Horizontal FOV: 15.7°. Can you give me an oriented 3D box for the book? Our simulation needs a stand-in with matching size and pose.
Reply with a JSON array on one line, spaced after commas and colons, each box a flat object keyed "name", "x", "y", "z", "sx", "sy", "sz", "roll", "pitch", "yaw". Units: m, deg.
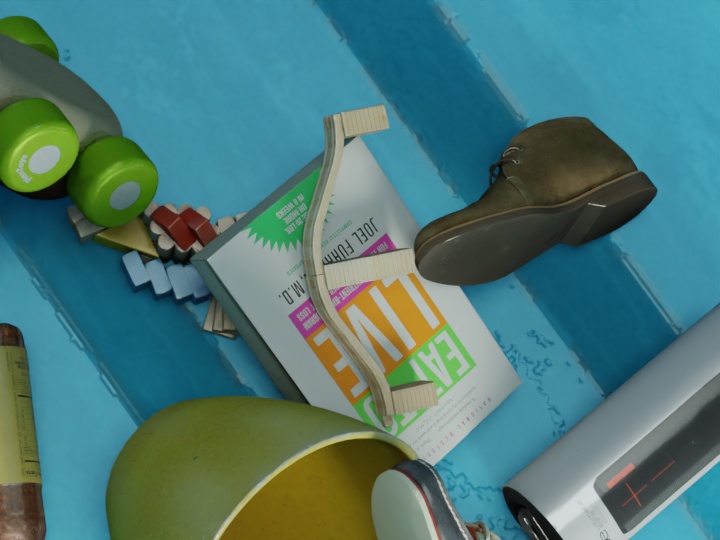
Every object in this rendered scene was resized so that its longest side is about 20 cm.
[{"name": "book", "x": 0.000, "y": 0.032, "z": 1.678, "sx": 0.134, "sy": 0.048, "sz": 0.200, "roll": -40, "pitch": 106, "yaw": -18}]

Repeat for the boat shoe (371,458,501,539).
[{"name": "boat shoe", "x": 0.063, "y": 0.189, "z": 1.595, "sx": 0.062, "sy": 0.071, "sz": 0.200, "roll": -33, "pitch": 123, "yaw": -19}]

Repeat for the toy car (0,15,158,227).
[{"name": "toy car", "x": -0.259, "y": -0.053, "z": 1.653, "sx": 0.200, "sy": 0.158, "sz": 0.164, "roll": -49, "pitch": 55, "yaw": 12}]

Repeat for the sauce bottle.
[{"name": "sauce bottle", "x": -0.234, "y": 0.135, "z": 1.650, "sx": 0.066, "sy": 0.066, "sz": 0.201, "roll": -4, "pitch": 79, "yaw": -8}]

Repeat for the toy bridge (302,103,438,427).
[{"name": "toy bridge", "x": 0.000, "y": 0.000, "z": 1.640, "sx": 0.067, "sy": 0.027, "sz": 0.201, "roll": -11, "pitch": 93, "yaw": -21}]

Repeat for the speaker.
[{"name": "speaker", "x": 0.189, "y": 0.110, "z": 1.698, "sx": 0.200, "sy": 0.081, "sz": 0.081, "roll": -38, "pitch": 85, "yaw": -13}]

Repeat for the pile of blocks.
[{"name": "pile of blocks", "x": -0.097, "y": -0.006, "z": 1.696, "sx": 0.199, "sy": 0.062, "sz": 0.082, "roll": 14, "pitch": 77, "yaw": -3}]

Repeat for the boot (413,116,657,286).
[{"name": "boot", "x": 0.100, "y": -0.046, "z": 1.705, "sx": 0.200, "sy": 0.074, "sz": 0.076, "roll": -19, "pitch": 68, "yaw": -39}]

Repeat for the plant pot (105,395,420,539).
[{"name": "plant pot", "x": -0.076, "y": 0.155, "z": 1.612, "sx": 0.200, "sy": 0.200, "sz": 0.142, "roll": -47, "pitch": 51, "yaw": -13}]
